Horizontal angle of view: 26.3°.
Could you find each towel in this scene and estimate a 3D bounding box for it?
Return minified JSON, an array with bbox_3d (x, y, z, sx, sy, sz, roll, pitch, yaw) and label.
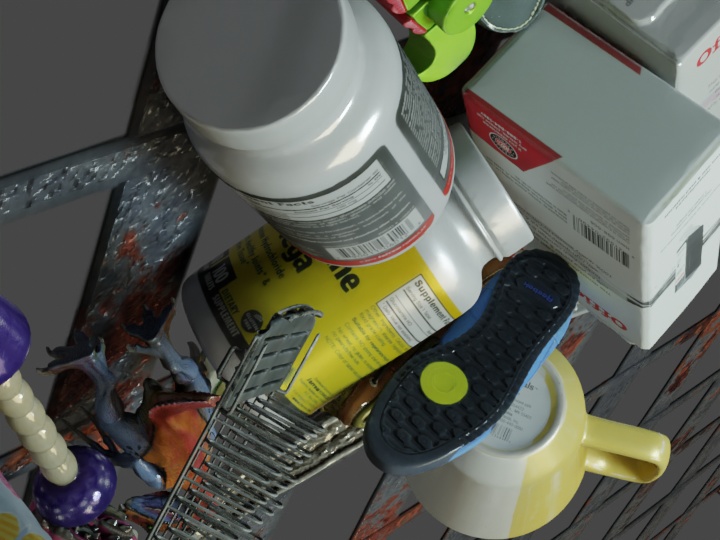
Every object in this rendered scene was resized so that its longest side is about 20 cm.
[{"bbox_3d":[-0.046,0.132,1.138,0.199,0.035,0.133,-31,-178,-2],"label":"towel"}]

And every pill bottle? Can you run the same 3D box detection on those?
[{"bbox_3d":[0.000,0.000,0.938,0.199,0.113,0.112,-34,159,5],"label":"pill bottle"},{"bbox_3d":[-0.025,-0.082,0.800,0.116,0.116,0.200,-45,158,-1],"label":"pill bottle"}]

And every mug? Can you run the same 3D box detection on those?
[{"bbox_3d":[0.120,0.107,1.147,0.185,0.150,0.153,-18,162,-5],"label":"mug"}]

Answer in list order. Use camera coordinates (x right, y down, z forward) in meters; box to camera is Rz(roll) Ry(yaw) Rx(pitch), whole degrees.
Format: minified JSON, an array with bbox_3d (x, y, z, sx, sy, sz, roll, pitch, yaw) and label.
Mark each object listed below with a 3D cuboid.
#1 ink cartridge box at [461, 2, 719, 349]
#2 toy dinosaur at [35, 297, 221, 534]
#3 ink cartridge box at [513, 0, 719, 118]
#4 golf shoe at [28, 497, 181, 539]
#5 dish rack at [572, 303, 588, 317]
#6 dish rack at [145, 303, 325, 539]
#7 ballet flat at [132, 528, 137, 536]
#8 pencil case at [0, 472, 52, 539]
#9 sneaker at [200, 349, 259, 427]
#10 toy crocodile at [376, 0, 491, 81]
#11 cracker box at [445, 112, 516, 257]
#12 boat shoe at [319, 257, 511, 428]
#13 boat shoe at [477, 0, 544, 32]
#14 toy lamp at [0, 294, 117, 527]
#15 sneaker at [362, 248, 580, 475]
[{"bbox_3d":[0.151,-0.053,0.979,0.084,0.144,0.200,-46,157,-12],"label":"ink cartridge box"},{"bbox_3d":[-0.124,0.111,0.926,0.105,0.200,0.182,-26,123,-7],"label":"toy dinosaur"},{"bbox_3d":[0.195,-0.172,0.996,0.147,0.145,0.200,-44,158,-11],"label":"ink cartridge box"},{"bbox_3d":[-0.130,0.211,0.957,0.092,0.199,0.073,-61,-164,10],"label":"golf shoe"},{"bbox_3d":[0.090,0.038,1.220,0.199,0.044,0.171,-22,170,29],"label":"dish rack"},{"bbox_3d":[-0.065,0.113,0.814,0.201,0.054,0.153,-62,173,4],"label":"dish rack"},{"bbox_3d":[-0.226,0.265,1.104,0.200,0.064,0.068,-36,156,-24],"label":"ballet flat"},{"bbox_3d":[-0.198,0.182,0.839,0.083,0.200,0.091,-13,135,-43],"label":"pencil case"},{"bbox_3d":[-0.027,0.069,1.090,0.199,0.089,0.077,-25,150,-43],"label":"sneaker"},{"bbox_3d":[0.021,-0.164,0.803,0.062,0.068,0.200,-44,158,-2],"label":"toy crocodile"},{"bbox_3d":[0.065,-0.045,1.100,0.199,0.058,0.134,-23,149,-45],"label":"cracker box"},{"bbox_3d":[0.044,0.047,1.056,0.199,0.068,0.072,-32,152,-33],"label":"boat shoe"},{"bbox_3d":[0.075,-0.187,0.835,0.072,0.062,0.200,-8,148,1],"label":"boat shoe"},{"bbox_3d":[-0.183,0.071,0.826,0.058,0.058,0.200,-40,145,-14],"label":"toy lamp"},{"bbox_3d":[0.069,0.070,0.971,0.200,0.066,0.079,-44,166,-35],"label":"sneaker"}]
